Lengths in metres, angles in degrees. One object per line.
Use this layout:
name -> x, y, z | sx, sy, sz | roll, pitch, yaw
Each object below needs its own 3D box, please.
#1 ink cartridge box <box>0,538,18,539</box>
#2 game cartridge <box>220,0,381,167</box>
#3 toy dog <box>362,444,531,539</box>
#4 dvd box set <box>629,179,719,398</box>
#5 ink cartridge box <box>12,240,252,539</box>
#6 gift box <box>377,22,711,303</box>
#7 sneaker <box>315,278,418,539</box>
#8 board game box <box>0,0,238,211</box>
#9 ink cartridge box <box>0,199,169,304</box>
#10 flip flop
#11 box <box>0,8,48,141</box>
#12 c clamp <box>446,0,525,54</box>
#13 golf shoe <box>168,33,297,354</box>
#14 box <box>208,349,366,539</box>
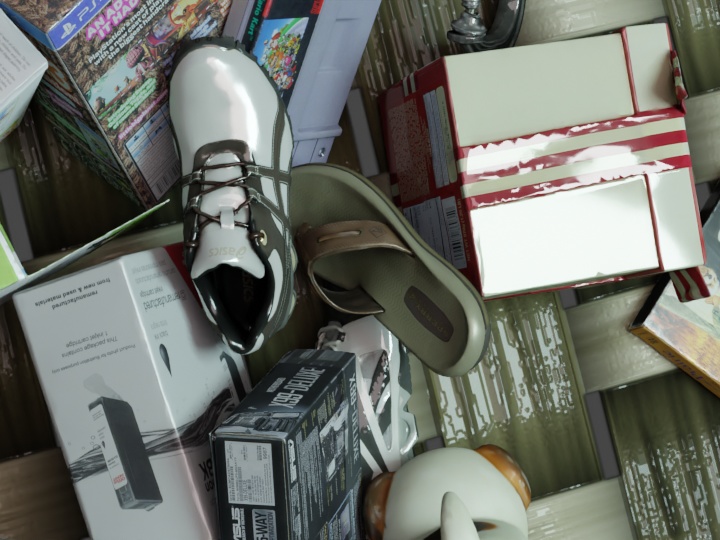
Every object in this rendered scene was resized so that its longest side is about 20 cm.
ink cartridge box -> -0.256, 0.250, 1.206 | 0.198, 0.084, 0.178 | 0, 84, 27
game cartridge -> -0.040, -0.149, 1.297 | 0.038, 0.129, 0.202 | 32, 116, 25
toy dog -> 0.059, 0.195, 1.248 | 0.138, 0.201, 0.195 | -24, 119, 7
dvd box set -> 0.313, 0.041, 1.463 | 0.199, 0.029, 0.147 | 37, 77, -9
ink cartridge box -> -0.129, 0.091, 1.270 | 0.083, 0.144, 0.202 | -17, 91, 17
gift box -> 0.135, -0.060, 1.340 | 0.185, 0.200, 0.187 | -9, 93, -17
sneaker -> -0.013, 0.086, 1.347 | 0.088, 0.074, 0.202 | -10, 88, -18
board game box -> -0.141, -0.166, 1.260 | 0.097, 0.201, 0.160 | 34, 73, 29
ink cartridge box -> -0.234, -0.019, 1.257 | 0.199, 0.148, 0.076 | -29, 92, -17
flip flop -> 0.000, 0.000, 1.284 | 0.057, 0.082, 0.200 | -15, 48, -44
box -> -0.274, -0.115, 1.227 | 0.101, 0.200, 0.113 | -44, 95, -15
c clamp -> 0.085, -0.231, 1.354 | 0.027, 0.171, 0.202 | 9, 112, 20
golf shoe -> -0.076, -0.044, 1.230 | 0.077, 0.095, 0.202 | -10, 109, 6
box -> -0.039, 0.168, 1.252 | 0.049, 0.158, 0.202 | 1, 107, 16
